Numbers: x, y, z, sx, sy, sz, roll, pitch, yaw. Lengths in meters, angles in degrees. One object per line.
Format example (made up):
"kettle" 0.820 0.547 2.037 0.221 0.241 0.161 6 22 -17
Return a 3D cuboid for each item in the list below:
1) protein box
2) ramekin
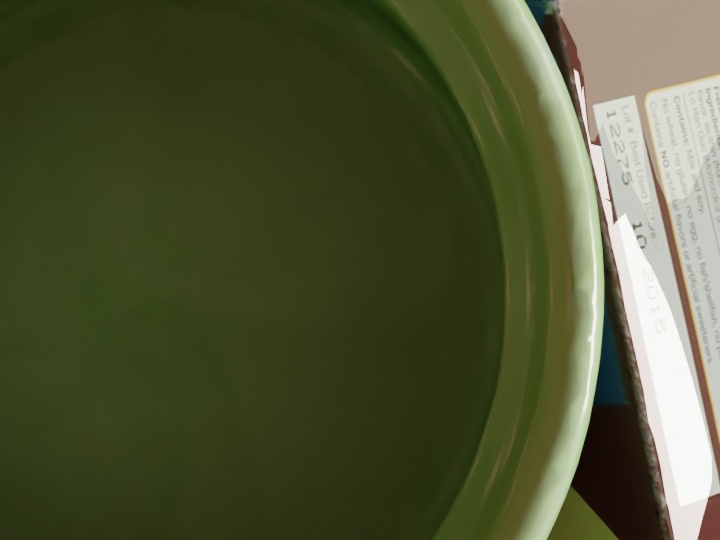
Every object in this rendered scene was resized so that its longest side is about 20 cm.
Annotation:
"protein box" 0.074 -0.008 0.667 0.200 0.198 0.135 -15 95 -36
"ramekin" -0.048 0.007 0.505 0.200 0.200 0.098 59 7 8
